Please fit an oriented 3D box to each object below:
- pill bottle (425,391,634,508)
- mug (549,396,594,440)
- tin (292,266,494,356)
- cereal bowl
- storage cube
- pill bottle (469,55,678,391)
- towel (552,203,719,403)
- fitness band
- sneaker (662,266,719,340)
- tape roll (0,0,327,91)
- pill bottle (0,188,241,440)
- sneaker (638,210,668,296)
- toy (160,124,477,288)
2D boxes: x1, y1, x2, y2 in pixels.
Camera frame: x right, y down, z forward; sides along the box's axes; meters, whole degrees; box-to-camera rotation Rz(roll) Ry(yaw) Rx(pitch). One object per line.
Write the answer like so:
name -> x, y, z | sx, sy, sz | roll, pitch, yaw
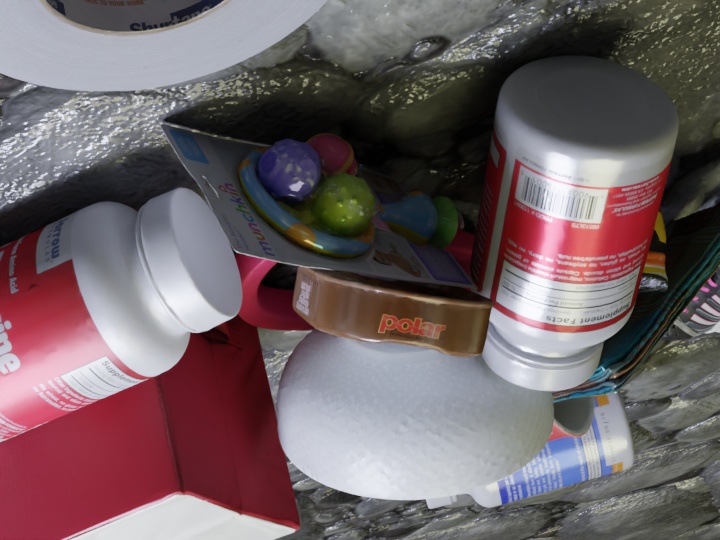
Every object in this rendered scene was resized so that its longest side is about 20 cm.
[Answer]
pill bottle -> 0.148, 0.157, 1.479 | 0.198, 0.113, 0.112 | -16, 156, 0
mug -> 0.087, 0.109, 1.323 | 0.199, 0.135, 0.177 | -24, 154, 27
tin -> 0.016, 0.022, 0.997 | 0.111, 0.042, 0.200 | 13, -178, -10
cereal bowl -> 0.036, 0.073, 1.109 | 0.198, 0.200, 0.084 | -11, 116, -10
storage cube -> -0.169, 0.117, 1.128 | 0.199, 0.181, 0.171 | -23, 155, 19
pill bottle -> 0.129, -0.025, 1.005 | 0.111, 0.113, 0.201 | -7, 130, -17
towel -> 0.208, 0.020, 1.165 | 0.200, 0.022, 0.147 | -47, -172, -21
fitness band -> 0.000, 0.000, 1.159 | 0.198, 0.038, 0.144 | 0, 154, -29
sneaker -> 0.274, 0.012, 1.292 | 0.087, 0.074, 0.200 | -19, 161, -7
tape roll -> -0.101, -0.164, 0.712 | 0.198, 0.067, 0.201 | -13, 156, -6
pill bottle -> -0.181, 0.027, 0.992 | 0.199, 0.113, 0.112 | -23, 154, 16
sneaker -> 0.161, -0.026, 1.159 | 0.069, 0.091, 0.200 | 5, 175, -23
toy -> -0.014, -0.049, 0.966 | 0.199, 0.115, 0.047 | 13, 123, -44
